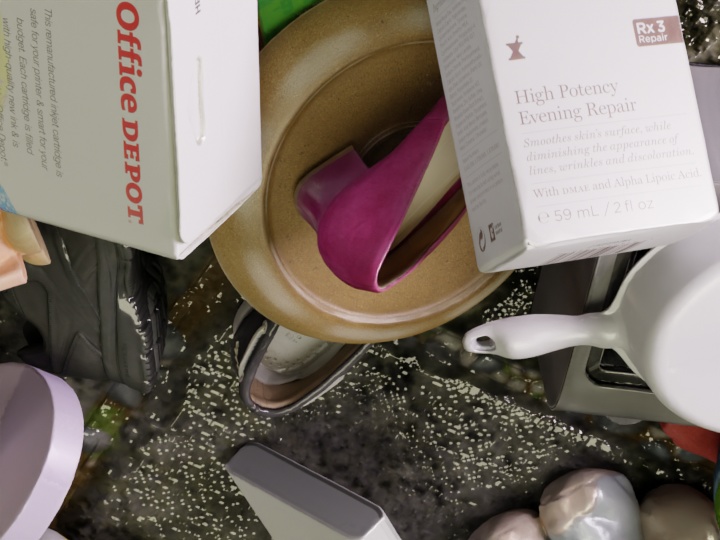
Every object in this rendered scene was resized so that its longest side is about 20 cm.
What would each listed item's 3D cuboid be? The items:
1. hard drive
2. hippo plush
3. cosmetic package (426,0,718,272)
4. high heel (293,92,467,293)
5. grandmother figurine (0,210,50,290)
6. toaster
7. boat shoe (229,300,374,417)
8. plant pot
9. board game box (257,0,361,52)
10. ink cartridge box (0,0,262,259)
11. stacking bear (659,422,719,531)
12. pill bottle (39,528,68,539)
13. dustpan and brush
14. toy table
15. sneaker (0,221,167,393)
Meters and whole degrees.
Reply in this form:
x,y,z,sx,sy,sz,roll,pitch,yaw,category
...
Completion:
x,y,z,sx,sy,sz,roll,pitch,yaw,category
0.011,0.191,1.571,0.026,0.132,0.200,-43,126,-19,hard drive
0.134,0.230,1.574,0.158,0.161,0.201,-1,127,-1,hippo plush
0.091,-0.107,1.285,0.101,0.201,0.074,-9,173,-18,cosmetic package
0.063,-0.064,1.322,0.199,0.096,0.068,-31,124,-7,high heel
-0.254,0.012,1.355,0.199,0.061,0.121,-23,164,-3,grandmother figurine
0.195,-0.011,1.420,0.180,0.119,0.201,7,127,-8,toaster
0.000,0.000,1.458,0.074,0.060,0.200,35,119,-23,boat shoe
0.019,-0.048,1.386,0.199,0.027,0.201,-10,119,-19,plant pot
-0.009,-0.145,1.355,0.095,0.030,0.201,-18,125,-9,board game box
-0.148,-0.106,1.298,0.199,0.085,0.145,16,125,25,ink cartridge box
0.241,0.141,1.485,0.114,0.200,0.121,-36,120,23,stacking bear
-0.175,0.218,1.587,0.114,0.115,0.200,-38,119,24,pill bottle
0.151,0.029,1.349,0.199,0.057,0.140,-11,126,-2,dustpan and brush
-0.249,0.099,1.466,0.117,0.185,0.200,23,137,-31,toy table
-0.152,-0.018,1.436,0.090,0.076,0.201,2,125,6,sneaker
